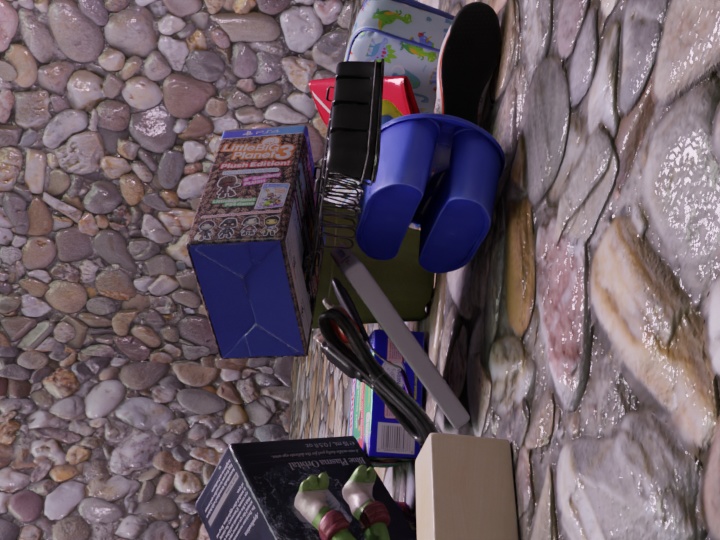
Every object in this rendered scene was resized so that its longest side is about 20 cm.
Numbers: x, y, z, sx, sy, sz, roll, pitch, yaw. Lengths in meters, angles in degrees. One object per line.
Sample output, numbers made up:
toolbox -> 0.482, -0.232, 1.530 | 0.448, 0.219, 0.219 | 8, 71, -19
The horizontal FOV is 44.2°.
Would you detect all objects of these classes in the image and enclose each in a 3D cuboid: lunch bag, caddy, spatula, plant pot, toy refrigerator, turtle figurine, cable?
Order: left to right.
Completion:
plant pot -> 0.000, 0.000, 1.215 | 0.200, 0.188, 0.202 | -172, 90, -82
cable -> 0.018, 0.104, 0.980 | 0.050, 0.199, 0.098 | -36, -33, -30
spatula -> 0.020, 0.091, 1.039 | 0.201, 0.020, 0.057 | 55, -179, 13
turtle figurine -> 0.023, 0.268, 0.890 | 0.194, 0.143, 0.201 | 50, 162, 42
lunch bag -> 0.056, -0.251, 1.134 | 0.200, 0.159, 0.083 | 112, 174, -62
caddy -> 0.070, -0.084, 0.926 | 0.200, 0.140, 0.106 | 112, 169, -62
toy refrigerator -> 0.090, 0.247, 0.752 | 0.070, 0.075, 0.202 | 107, 167, -53

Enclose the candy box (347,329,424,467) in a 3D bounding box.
candy box -> 0.032, 0.185, 1.241 | 0.200, 0.076, 0.171 | 116, 158, -72

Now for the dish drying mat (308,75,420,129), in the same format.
dish drying mat -> 0.004, -0.201, 1.092 | 0.199, 0.018, 0.077 | 16, 133, 54

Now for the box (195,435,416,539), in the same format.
box -> -0.058, 0.310, 1.050 | 0.200, 0.195, 0.118 | 54, 124, 37

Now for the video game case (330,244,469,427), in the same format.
video game case -> 0.038, 0.065, 0.971 | 0.201, 0.022, 0.182 | 55, 179, -10

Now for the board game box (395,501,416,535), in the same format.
board game box -> 0.045, 0.412, 1.134 | 0.120, 0.032, 0.202 | -159, 77, -78

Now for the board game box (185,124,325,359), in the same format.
board game box -> -0.103, -0.033, 0.946 | 0.201, 0.096, 0.161 | -84, -11, -50

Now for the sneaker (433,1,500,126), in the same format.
sneaker -> 0.109, -0.201, 1.026 | 0.108, 0.066, 0.204 | -135, 50, -77

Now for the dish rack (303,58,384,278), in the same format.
dish rack -> -0.019, -0.095, 0.886 | 0.201, 0.054, 0.155 | 104, 173, -50

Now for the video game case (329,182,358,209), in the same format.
video game case -> 0.022, -0.162, 1.418 | 0.182, 0.022, 0.200 | -43, 14, 4

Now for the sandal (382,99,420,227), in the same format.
sandal -> 0.038, -0.107, 1.024 | 0.080, 0.086, 0.201 | 58, 174, 43
